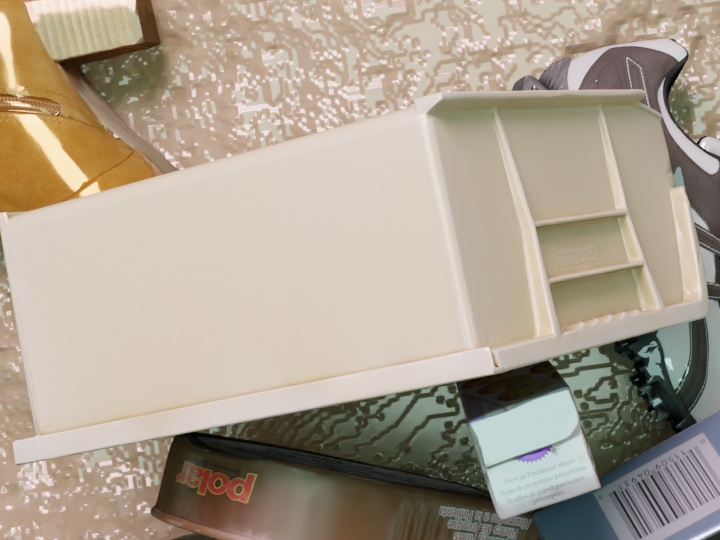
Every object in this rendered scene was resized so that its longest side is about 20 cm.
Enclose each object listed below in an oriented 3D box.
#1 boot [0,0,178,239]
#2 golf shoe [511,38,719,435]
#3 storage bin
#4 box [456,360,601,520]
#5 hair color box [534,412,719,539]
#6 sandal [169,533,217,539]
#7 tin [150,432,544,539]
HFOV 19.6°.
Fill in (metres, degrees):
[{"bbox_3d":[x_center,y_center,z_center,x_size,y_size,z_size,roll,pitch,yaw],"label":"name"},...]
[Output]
[{"bbox_3d":[-0.147,-0.028,0.901,0.144,0.071,0.201,-12,87,8],"label":"boot"},{"bbox_3d":[0.139,-0.005,0.881,0.094,0.078,0.200,-26,90,2],"label":"golf shoe"},{"bbox_3d":[0.000,0.000,0.789,0.200,0.199,0.094,-14,87,31],"label":"storage bin"},{"bbox_3d":[0.062,0.058,0.821,0.041,0.200,0.039,-17,93,3],"label":"box"},{"bbox_3d":[0.157,0.156,0.836,0.099,0.061,0.200,-29,124,3],"label":"hair color box"},{"bbox_3d":[-0.093,0.153,0.884,0.200,0.080,0.054,-3,53,6],"label":"sandal"},{"bbox_3d":[0.007,0.098,0.834,0.112,0.200,0.042,15,89,42],"label":"tin"}]
